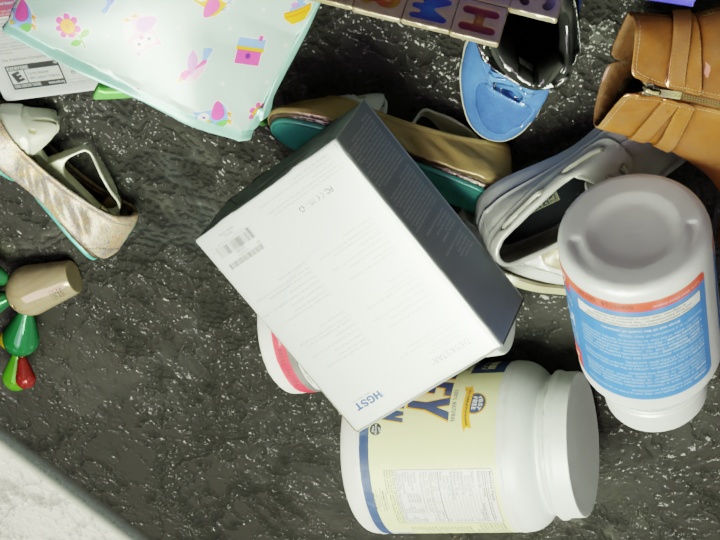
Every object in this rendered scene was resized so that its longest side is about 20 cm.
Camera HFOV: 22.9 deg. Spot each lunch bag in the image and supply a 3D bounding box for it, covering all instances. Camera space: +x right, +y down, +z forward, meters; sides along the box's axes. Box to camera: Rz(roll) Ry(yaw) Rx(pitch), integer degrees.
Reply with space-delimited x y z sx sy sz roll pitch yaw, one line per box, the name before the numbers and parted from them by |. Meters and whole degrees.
lunch bag | -0.129 -0.205 1.276 0.199 0.122 0.171 26 106 -11

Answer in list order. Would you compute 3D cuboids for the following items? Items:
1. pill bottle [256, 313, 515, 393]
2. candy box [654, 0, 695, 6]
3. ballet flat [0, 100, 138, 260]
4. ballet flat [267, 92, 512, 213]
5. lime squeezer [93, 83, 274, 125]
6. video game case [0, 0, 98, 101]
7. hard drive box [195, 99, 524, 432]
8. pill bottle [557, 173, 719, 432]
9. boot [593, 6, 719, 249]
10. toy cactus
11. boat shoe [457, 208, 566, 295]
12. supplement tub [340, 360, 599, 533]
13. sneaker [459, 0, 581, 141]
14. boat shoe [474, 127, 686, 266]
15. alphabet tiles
pill bottle | 0.023 0.039 1.474 0.198 0.111 0.111 -8 127 25
candy box | 0.134 -0.267 1.133 0.198 0.078 0.170 9 142 1
ballet flat | -0.264 -0.095 1.495 0.067 0.068 0.200 -37 118 17
ballet flat | 0.026 -0.102 1.387 0.198 0.064 0.069 20 155 -7
lime squeezer | -0.104 -0.126 1.392 0.198 0.038 0.071 18 123 -19
video game case | -0.228 -0.223 1.393 0.198 0.023 0.183 -4 128 22
hard drive box | 0.000 0.000 1.347 0.155 0.077 0.200 -32 103 31
pill bottle | 0.211 0.032 1.315 0.111 0.113 0.201 1 142 16
boot | 0.242 -0.095 1.274 0.154 0.077 0.202 0 124 -16
toy cactus | -0.333 0.030 1.605 0.164 0.103 0.201 -17 114 17
boat shoe | 0.170 -0.019 1.413 0.198 0.075 0.069 17 123 -3
supplement tub | 0.096 0.152 1.526 0.198 0.146 0.146 -4 128 20
sneaker | 0.112 -0.153 1.284 0.076 0.112 0.201 21 133 -1
boat shoe | 0.179 -0.066 1.331 0.199 0.066 0.072 -25 127 7
alphabet tiles | 0.046 -0.228 1.205 0.198 0.167 0.006 15 144 5
